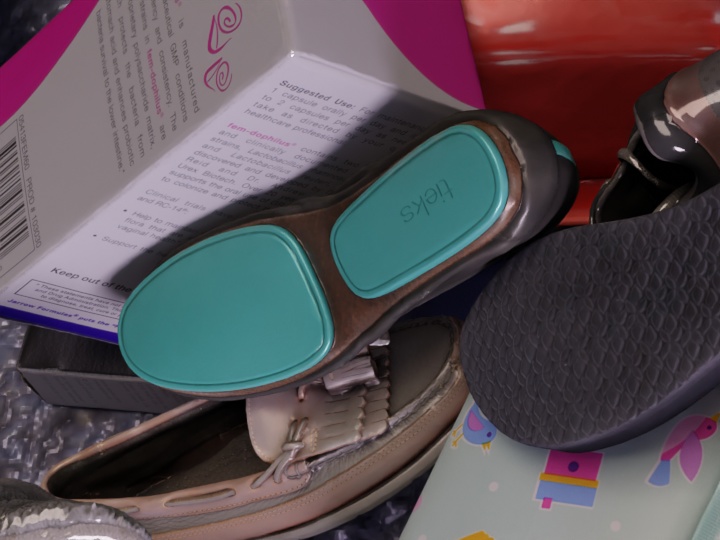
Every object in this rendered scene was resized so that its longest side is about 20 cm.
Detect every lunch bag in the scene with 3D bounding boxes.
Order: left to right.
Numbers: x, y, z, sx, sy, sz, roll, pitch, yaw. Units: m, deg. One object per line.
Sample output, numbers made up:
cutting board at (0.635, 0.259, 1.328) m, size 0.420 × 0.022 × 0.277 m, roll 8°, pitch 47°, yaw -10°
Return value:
lunch bag at (0.123, 0.110, 0.789) m, size 0.200 × 0.122 × 0.170 m, roll 19°, pitch 74°, yaw 33°

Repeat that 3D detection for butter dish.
butter dish at (0.084, -0.131, 0.903) m, size 0.200 × 0.148 × 0.200 m, roll -2°, pitch 60°, yaw -4°

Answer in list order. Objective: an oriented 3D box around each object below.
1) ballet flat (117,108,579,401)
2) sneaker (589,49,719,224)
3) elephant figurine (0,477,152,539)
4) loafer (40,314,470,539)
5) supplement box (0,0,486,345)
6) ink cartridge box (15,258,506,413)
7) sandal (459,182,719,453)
ballet flat at (0.000, 0.000, 0.817) m, size 0.200 × 0.068 × 0.068 m, roll -23°, pitch 80°, yaw 36°
sneaker at (0.119, -0.026, 0.820) m, size 0.082 × 0.200 × 0.077 m, roll -17°, pitch 63°, yaw -6°
elephant figurine at (-0.133, 0.132, 0.820) m, size 0.141 × 0.200 × 0.155 m, roll -15°, pitch 18°, yaw 26°
loafer at (-0.040, 0.068, 0.870) m, size 0.200 × 0.063 × 0.072 m, roll -30°, pitch 35°, yaw 26°
supplement box at (-0.060, -0.061, 0.862) m, size 0.200 × 0.103 × 0.101 m, roll -35°, pitch 53°, yaw 39°
ink cartridge box at (-0.034, -0.031, 0.970) m, size 0.200 × 0.047 × 0.198 m, roll 2°, pitch 64°, yaw 22°
sandal at (0.116, 0.009, 0.735) m, size 0.200 × 0.043 × 0.076 m, roll -27°, pitch 63°, yaw 36°
